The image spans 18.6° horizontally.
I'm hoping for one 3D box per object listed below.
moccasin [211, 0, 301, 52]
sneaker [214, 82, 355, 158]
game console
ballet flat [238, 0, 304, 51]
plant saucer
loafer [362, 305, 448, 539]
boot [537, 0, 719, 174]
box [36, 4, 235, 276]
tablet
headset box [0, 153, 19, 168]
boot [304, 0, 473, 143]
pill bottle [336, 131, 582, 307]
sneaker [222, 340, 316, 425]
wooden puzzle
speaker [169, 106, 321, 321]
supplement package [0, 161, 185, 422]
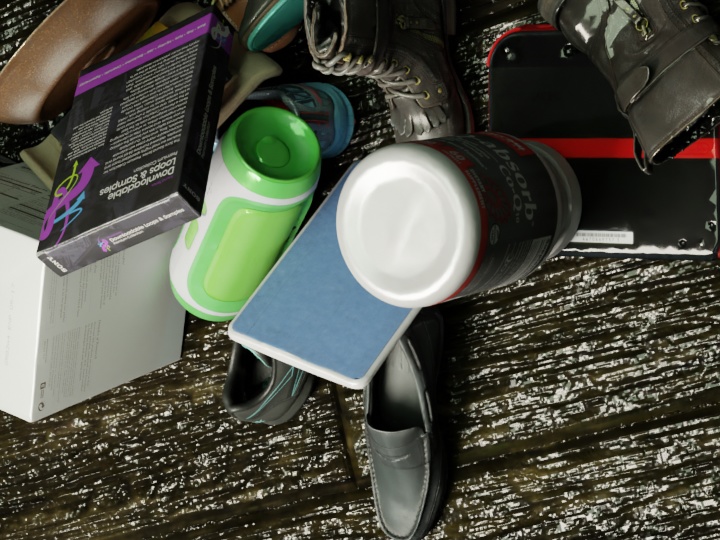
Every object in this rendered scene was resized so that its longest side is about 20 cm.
[{"bbox_3d":[-0.115,-0.268,1.808,0.073,0.078,0.203,-31,79,26],"label":"moccasin"},{"bbox_3d":[-0.108,-0.121,1.800,0.198,0.095,0.080,-9,87,30],"label":"sneaker"},{"bbox_3d":[0.187,-0.099,1.672,0.198,0.031,0.179,2,98,31],"label":"game console"},{"bbox_3d":[-0.030,-0.258,1.750,0.199,0.068,0.069,-38,74,2],"label":"ballet flat"},{"bbox_3d":[-0.227,-0.185,1.814,0.037,0.200,0.200,44,113,2],"label":"plant saucer"},{"bbox_3d":[0.029,0.122,1.733,0.068,0.070,0.203,9,108,28],"label":"loafer"},{"bbox_3d":[0.237,-0.187,1.587,0.200,0.069,0.175,-46,59,15],"label":"boot"},{"bbox_3d":[-0.171,-0.100,1.694,0.142,0.036,0.201,-21,41,30],"label":"box"},{"bbox_3d":[0.000,0.000,1.711,0.129,0.014,0.200,20,57,27],"label":"tablet"},{"bbox_3d":[-0.358,-0.006,1.961,0.148,0.075,0.202,26,104,26],"label":"headset box"},{"bbox_3d":[0.013,-0.156,1.674,0.069,0.174,0.202,-8,87,29],"label":"boot"},{"bbox_3d":[0.078,-0.042,1.609,0.115,0.199,0.117,5,99,30],"label":"pill bottle"},{"bbox_3d":[-0.051,0.039,1.783,0.075,0.079,0.201,30,104,26],"label":"sneaker"},{"bbox_3d":[-0.176,-0.131,1.783,0.200,0.037,0.185,-43,35,-5],"label":"wooden puzzle"},{"bbox_3d":[-0.093,-0.043,1.753,0.089,0.088,0.200,53,145,18],"label":"speaker"},{"bbox_3d":[-0.257,0.007,1.818,0.150,0.199,0.153,19,112,28],"label":"supplement package"}]
